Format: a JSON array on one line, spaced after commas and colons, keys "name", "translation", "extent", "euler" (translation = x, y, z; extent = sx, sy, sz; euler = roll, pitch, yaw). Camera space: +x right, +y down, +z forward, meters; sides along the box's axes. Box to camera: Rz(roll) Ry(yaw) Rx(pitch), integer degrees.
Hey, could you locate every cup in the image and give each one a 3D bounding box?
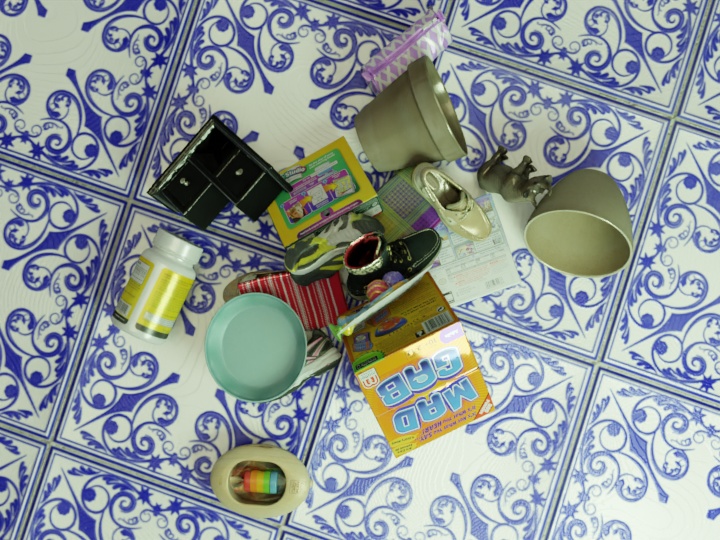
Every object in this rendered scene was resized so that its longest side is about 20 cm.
[{"name": "cup", "translation": [0.419, -0.103, 1.453], "extent": [0.197, 0.201, 0.145], "euler": [22, 62, 3]}]

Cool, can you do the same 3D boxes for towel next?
[{"name": "towel", "translation": [0.078, -0.107, 1.496], "extent": [0.200, 0.023, 0.143], "euler": [-45, 70, -9]}, {"name": "towel", "translation": [-0.124, 0.064, 1.491], "extent": [0.196, 0.023, 0.147], "euler": [-11, 124, 0]}]

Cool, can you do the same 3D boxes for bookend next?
[{"name": "bookend", "translation": [-0.268, -0.153, 1.470], "extent": [0.200, 0.092, 0.198], "euler": [-48, 60, 0]}]

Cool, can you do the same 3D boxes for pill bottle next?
[{"name": "pill bottle", "translation": [-0.387, 0.029, 1.495], "extent": [0.113, 0.114, 0.203], "euler": [26, 89, 2]}]

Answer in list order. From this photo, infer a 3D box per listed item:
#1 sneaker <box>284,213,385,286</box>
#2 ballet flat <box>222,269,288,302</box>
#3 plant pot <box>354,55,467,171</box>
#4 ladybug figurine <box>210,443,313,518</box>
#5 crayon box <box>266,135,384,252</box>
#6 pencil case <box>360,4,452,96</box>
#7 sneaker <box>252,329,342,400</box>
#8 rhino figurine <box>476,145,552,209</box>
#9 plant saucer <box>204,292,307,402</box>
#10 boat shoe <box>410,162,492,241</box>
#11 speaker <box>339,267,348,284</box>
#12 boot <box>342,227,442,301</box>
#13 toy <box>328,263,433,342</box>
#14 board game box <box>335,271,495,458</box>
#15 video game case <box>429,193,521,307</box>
[{"name": "sneaker", "translation": [-0.048, -0.037, 1.418], "extent": [0.197, 0.085, 0.075], "euler": [-22, 61, -13]}, {"name": "ballet flat", "translation": [-0.178, 0.027, 1.512], "extent": [0.196, 0.067, 0.069], "euler": [-13, 84, 1]}, {"name": "plant pot", "translation": [0.088, -0.274, 1.468], "extent": [0.171, 0.200, 0.203], "euler": [-23, 87, 16]}, {"name": "ladybug figurine", "translation": [-0.188, 0.402, 1.495], "extent": [0.196, 0.072, 0.139], "euler": [7, 88, 3]}, {"name": "crayon box", "translation": [-0.079, -0.139, 1.481], "extent": [0.198, 0.059, 0.174], "euler": [-29, 54, 1]}, {"name": "pencil case", "translation": [0.091, -0.421, 1.513], "extent": [0.199, 0.085, 0.084], "euler": [-42, 85, 1]}, {"name": "sneaker", "translation": [-0.137, 0.185, 1.510], "extent": [0.198, 0.080, 0.087], "euler": [-28, 76, -8]}, {"name": "rhino figurine", "translation": [0.291, -0.168, 1.452], "extent": [0.060, 0.200, 0.088], "euler": [39, 89, -36]}, {"name": "plant saucer", "translation": [-0.193, 0.143, 1.455], "extent": [0.196, 0.036, 0.204], "euler": [0, 88, 8]}, {"name": "boat shoe", "translation": [0.176, -0.121, 1.437], "extent": [0.200, 0.065, 0.072], "euler": [43, 89, -20]}, {"name": "speaker", "translation": [0.000, 0.000, 1.501], "extent": [0.198, 0.081, 0.082], "euler": [33, 89, 2]}, {"name": "boot", "translation": [0.058, -0.030, 1.376], "extent": [0.202, 0.154, 0.074], "euler": [-31, 70, -5]}, {"name": "toy", "translation": [0.027, 0.045, 1.335], "extent": [0.199, 0.115, 0.047], "euler": [-38, 84, -15]}, {"name": "board game box", "translation": [0.095, 0.164, 1.398], "extent": [0.197, 0.200, 0.202], "euler": [-25, 117, 1]}, {"name": "video game case", "translation": [0.190, -0.029, 1.513], "extent": [0.197, 0.045, 0.184], "euler": [-19, 86, 1]}]
